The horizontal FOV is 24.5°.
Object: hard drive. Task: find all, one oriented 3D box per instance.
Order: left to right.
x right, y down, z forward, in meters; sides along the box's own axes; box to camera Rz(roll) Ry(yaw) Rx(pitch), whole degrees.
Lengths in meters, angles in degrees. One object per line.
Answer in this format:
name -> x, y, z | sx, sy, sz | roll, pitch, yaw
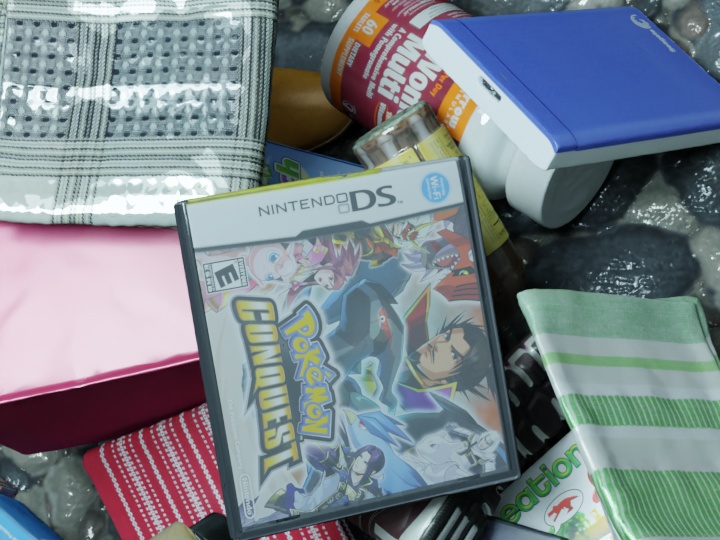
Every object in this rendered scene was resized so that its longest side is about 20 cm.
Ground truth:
hard drive -> 0.153, -0.126, 1.102 | 0.132, 0.200, 0.025 | 50, 131, 29

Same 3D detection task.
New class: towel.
towel -> -0.152, -0.118, 1.013 | 0.200, 0.035, 0.193 | 3, 77, 8
towel -> -0.096, 0.163, 1.125 | 0.200, 0.022, 0.145 | -23, 95, 38
towel -> 0.188, 0.098, 0.996 | 0.023, 0.152, 0.200 | -49, 49, 41

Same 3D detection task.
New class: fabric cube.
fabric cube -> -0.178, 0.000, 1.108 | 0.196, 0.199, 0.200 | -11, 76, 5

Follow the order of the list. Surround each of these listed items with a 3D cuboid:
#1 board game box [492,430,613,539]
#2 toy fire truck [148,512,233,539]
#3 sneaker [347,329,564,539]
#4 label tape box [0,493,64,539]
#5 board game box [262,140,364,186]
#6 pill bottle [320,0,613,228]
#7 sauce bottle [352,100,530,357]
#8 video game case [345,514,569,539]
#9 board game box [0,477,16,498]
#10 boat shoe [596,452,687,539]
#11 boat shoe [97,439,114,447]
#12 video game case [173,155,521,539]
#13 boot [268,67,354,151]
board game box -> 0.156, 0.173, 1.074 | 0.200, 0.035, 0.126 | -43, 60, 5
toy fire truck -> -0.114, 0.288, 1.115 | 0.129, 0.200, 0.176 | -33, 73, -31
sneaker -> 0.057, 0.095, 1.080 | 0.115, 0.076, 0.200 | 20, 64, 41
label tape box -> -0.277, 0.283, 1.212 | 0.143, 0.066, 0.200 | 32, 89, 30
board game box -> 0.000, 0.000, 1.116 | 0.037, 0.200, 0.152 | -31, 59, 40
pill bottle -> 0.077, -0.118, 1.169 | 0.200, 0.110, 0.110 | 35, 88, 27
sauce bottle -> 0.068, -0.015, 1.115 | 0.065, 0.065, 0.200 | -28, 98, 12
video game case -> 0.032, 0.221, 1.090 | 0.200, 0.019, 0.143 | 12, 87, 33
board game box -> -0.389, 0.206, 1.293 | 0.165, 0.057, 0.200 | 33, 87, 28
boat shoe -> 0.181, 0.144, 1.013 | 0.072, 0.069, 0.200 | -23, 64, 15
boat shoe -> -0.153, 0.069, 1.230 | 0.075, 0.068, 0.200 | 14, 78, 28
video game case -> -0.005, 0.043, 0.981 | 0.180, 0.025, 0.200 | -10, 92, -18
boot -> -0.116, -0.136, 1.244 | 0.201, 0.144, 0.071 | -4, 71, 22
